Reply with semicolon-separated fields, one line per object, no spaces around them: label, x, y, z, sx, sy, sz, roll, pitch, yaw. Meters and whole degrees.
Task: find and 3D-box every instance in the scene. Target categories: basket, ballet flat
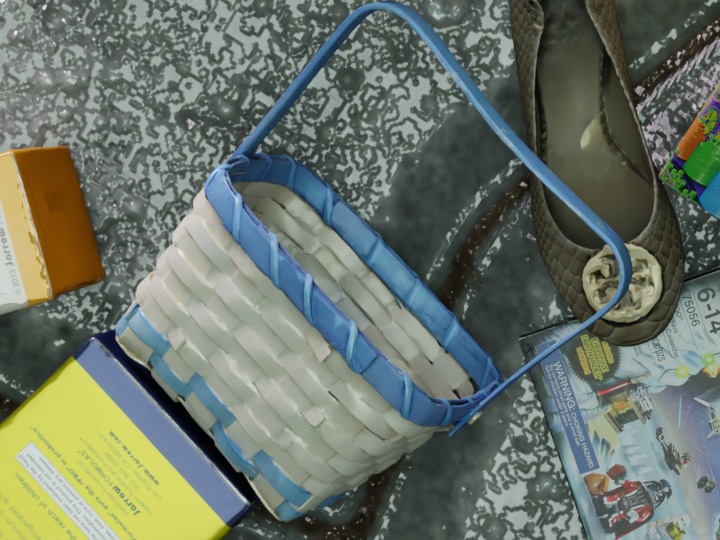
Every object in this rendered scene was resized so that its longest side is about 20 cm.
basket;0.000;0.000;1.304;0.200;0.139;0.176;-43;82;21
ballet flat;0.106;-0.064;1.325;0.067;0.046;0.200;-10;79;7

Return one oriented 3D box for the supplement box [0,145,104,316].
supplement box;-0.234;0.002;1.344;0.200;0.126;0.074;-15;92;7

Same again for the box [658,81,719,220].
box;0.272;-0.077;1.243;0.200;0.122;0.193;34;132;4

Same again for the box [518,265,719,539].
box;0.171;0.103;1.346;0.137;0.040;0.200;-20;90;6

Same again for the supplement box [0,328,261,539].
supplement box;-0.150;0.133;1.348;0.200;0.109;0.110;-43;88;7
